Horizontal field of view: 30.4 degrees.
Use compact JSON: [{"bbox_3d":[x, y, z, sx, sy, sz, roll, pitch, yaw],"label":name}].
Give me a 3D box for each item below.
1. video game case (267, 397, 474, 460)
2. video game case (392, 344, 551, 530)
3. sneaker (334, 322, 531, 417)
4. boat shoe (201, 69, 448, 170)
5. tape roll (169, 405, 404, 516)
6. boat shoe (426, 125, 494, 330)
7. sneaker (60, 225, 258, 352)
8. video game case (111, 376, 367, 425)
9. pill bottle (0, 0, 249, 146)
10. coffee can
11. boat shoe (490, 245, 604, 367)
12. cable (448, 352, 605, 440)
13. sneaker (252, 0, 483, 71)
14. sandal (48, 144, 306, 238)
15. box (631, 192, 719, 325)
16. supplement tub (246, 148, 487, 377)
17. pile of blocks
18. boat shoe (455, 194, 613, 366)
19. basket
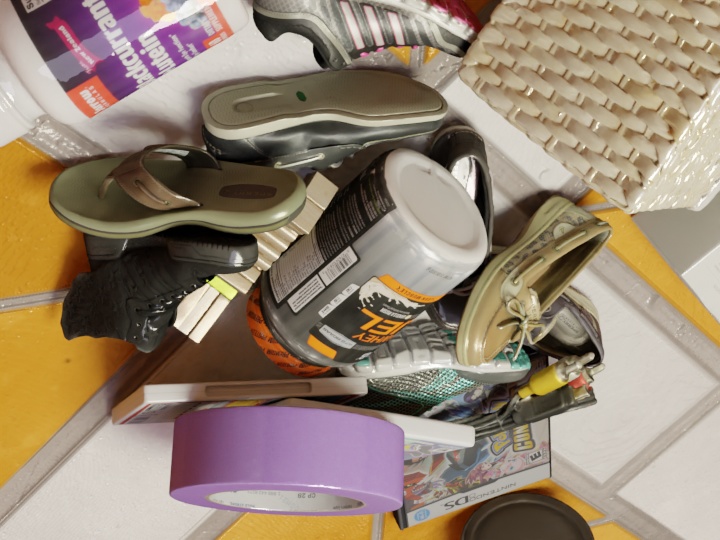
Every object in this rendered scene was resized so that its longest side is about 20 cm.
[{"bbox_3d":[-0.026,0.156,1.242,0.200,0.023,0.182,12,160,-31],"label":"video game case"},{"bbox_3d":[0.113,0.174,1.388,0.180,0.026,0.200,-17,131,-10],"label":"video game case"},{"bbox_3d":[0.064,0.101,1.278,0.199,0.078,0.091,1,124,-13],"label":"sneaker"},{"bbox_3d":[-0.029,-0.117,1.070,0.200,0.072,0.068,-8,134,-12],"label":"boat shoe"},{"bbox_3d":[-0.062,0.167,1.140,0.200,0.066,0.200,2,162,1],"label":"tape roll"},{"bbox_3d":[0.083,-0.027,1.172,0.067,0.057,0.200,-3,117,-6],"label":"boat shoe"},{"bbox_3d":[-0.162,0.017,1.066,0.060,0.199,0.104,-23,115,-55],"label":"sneaker"},{"bbox_3d":[-0.111,0.117,1.190,0.200,0.017,0.143,0,166,-22],"label":"video game case"},{"bbox_3d":[-0.188,-0.171,0.924,0.200,0.111,0.112,-30,132,1],"label":"pill bottle"},{"bbox_3d":[0.185,0.371,1.495,0.146,0.146,0.200,-14,131,-13],"label":"coffee can"},{"bbox_3d":[0.168,0.038,1.278,0.200,0.065,0.072,29,114,-36],"label":"boat shoe"},{"bbox_3d":[0.153,0.133,1.321,0.200,0.050,0.097,-23,161,27],"label":"cable"},{"bbox_3d":[0.002,-0.193,1.021,0.200,0.074,0.088,12,124,-28],"label":"sneaker"},{"bbox_3d":[-0.141,-0.070,1.016,0.200,0.080,0.057,-1,137,9],"label":"sandal"},{"bbox_3d":[0.384,-0.057,1.274,0.200,0.098,0.124,-40,134,10],"label":"box"},{"bbox_3d":[0.000,0.000,1.119,0.122,0.123,0.200,22,132,-35],"label":"supplement tub"},{"bbox_3d":[-0.106,-0.027,1.102,0.062,0.082,0.200,37,115,-21],"label":"pile of blocks"},{"bbox_3d":[0.154,0.012,1.190,0.200,0.063,0.073,-51,151,-25],"label":"boat shoe"},{"bbox_3d":[0.216,-0.174,1.013,0.161,0.200,0.198,-10,137,-54],"label":"basket"}]
